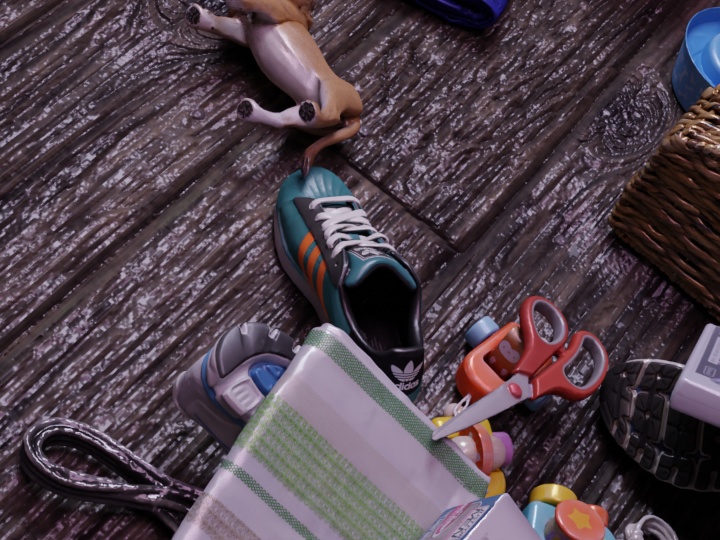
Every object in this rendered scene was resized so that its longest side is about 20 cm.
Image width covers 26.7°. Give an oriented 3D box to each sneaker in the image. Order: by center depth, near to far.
[{"bbox_3d":[-0.027,0.108,0.902,0.200,0.087,0.075,42,50,-19],"label":"sneaker"},{"bbox_3d":[0.000,0.000,0.981,0.071,0.080,0.200,-5,55,-25],"label":"sneaker"},{"bbox_3d":[0.255,0.112,1.011,0.199,0.079,0.089,21,7,9],"label":"sneaker"}]

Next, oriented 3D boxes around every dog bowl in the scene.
[{"bbox_3d":[0.346,-0.155,1.253,0.199,0.050,0.112,3,55,-20],"label":"dog bowl"}]

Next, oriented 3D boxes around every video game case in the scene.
[{"bbox_3d":[0.285,0.088,0.920,0.181,0.023,0.200,22,13,14],"label":"video game case"}]

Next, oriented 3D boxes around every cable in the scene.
[{"bbox_3d":[-0.096,0.133,0.866,0.200,0.050,0.097,39,50,6],"label":"cable"}]

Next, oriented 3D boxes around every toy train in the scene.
[{"bbox_3d":[0.117,0.115,0.960,0.150,0.056,0.200,-27,68,-34],"label":"toy train"}]

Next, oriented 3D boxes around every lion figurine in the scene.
[{"bbox_3d":[-0.046,-0.149,1.082,0.122,0.072,0.200,1,60,-55],"label":"lion figurine"}]

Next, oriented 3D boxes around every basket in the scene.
[{"bbox_3d":[0.310,-0.047,1.098,0.200,0.143,0.149,42,52,11],"label":"basket"}]

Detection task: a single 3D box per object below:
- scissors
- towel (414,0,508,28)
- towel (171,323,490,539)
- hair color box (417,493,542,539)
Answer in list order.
[{"bbox_3d":[0.104,0.076,0.934,0.073,0.014,0.200,47,34,-2],"label":"scissors"},{"bbox_3d":[0.073,-0.290,1.250,0.147,0.050,0.200,32,50,-5],"label":"towel"},{"bbox_3d":[-0.024,0.148,0.826,0.149,0.031,0.200,45,58,-17],"label":"towel"},{"bbox_3d":[0.092,0.231,0.819,0.100,0.060,0.200,-40,98,-36],"label":"hair color box"}]
